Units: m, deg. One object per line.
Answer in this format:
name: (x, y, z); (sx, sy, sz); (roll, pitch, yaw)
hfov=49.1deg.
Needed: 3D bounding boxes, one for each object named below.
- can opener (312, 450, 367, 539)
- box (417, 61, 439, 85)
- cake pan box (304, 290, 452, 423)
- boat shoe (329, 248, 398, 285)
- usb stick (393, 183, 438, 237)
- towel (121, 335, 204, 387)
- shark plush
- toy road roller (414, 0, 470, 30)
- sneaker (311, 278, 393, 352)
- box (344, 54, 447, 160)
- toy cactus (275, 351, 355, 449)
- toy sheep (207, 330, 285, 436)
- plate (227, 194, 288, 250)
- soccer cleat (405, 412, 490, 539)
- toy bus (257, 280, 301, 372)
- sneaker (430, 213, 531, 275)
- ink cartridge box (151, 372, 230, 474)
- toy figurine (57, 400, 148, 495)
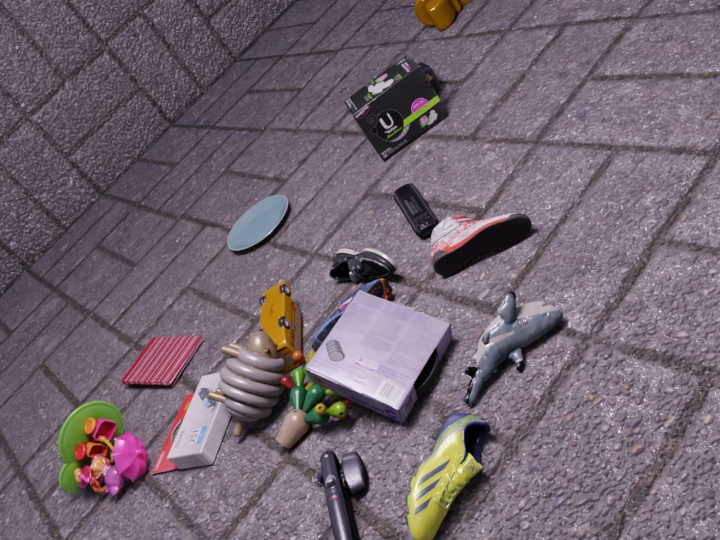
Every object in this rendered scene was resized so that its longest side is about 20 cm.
can opener: (-0.029, 0.352, 1.187); (0.078, 0.064, 0.201); (-30, 32, 14)
box: (0.103, -0.467, 2.074); (0.199, 0.046, 0.159); (-35, 18, 7)
cake pan box: (0.036, 0.140, 1.331); (0.198, 0.053, 0.185); (18, 59, 27)
boat shoe: (-0.002, -0.002, 1.597); (0.198, 0.075, 0.066); (10, 58, 52)
usb stick: (0.117, -0.130, 1.677); (0.055, 0.033, 0.201); (-29, 32, 3)
towel: (-0.468, 0.214, 1.859); (0.198, 0.023, 0.145); (-5, 43, 40)
shark plush: (0.224, 0.120, 1.220); (0.083, 0.091, 0.200); (35, 69, 26)
toy road roller: (0.252, -0.793, 2.301); (0.198, 0.123, 0.147); (-27, 48, 19)
sneaker: (-0.020, 0.093, 1.502); (0.199, 0.076, 0.078); (-39, 17, -30)
box: (0.087, -0.402, 1.939); (0.199, 0.149, 0.125); (-35, 30, 7)
toy cactus: (-0.094, 0.235, 1.391); (0.199, 0.102, 0.166); (27, 79, 47)
toy sheep: (-0.209, 0.213, 1.482); (0.137, 0.137, 0.203); (24, 99, 56)
plate: (-0.265, -0.120, 2.068); (0.199, 0.026, 0.201); (-27, 34, 20)
soccer cleat: (0.125, 0.289, 1.108); (0.083, 0.065, 0.201); (0, 49, 37)
toy bus: (-0.163, 0.112, 1.616); (0.065, 0.078, 0.201); (-30, 33, 16)
sneaker: (0.217, -0.077, 1.470); (0.200, 0.067, 0.109); (-29, 35, 21)
ink cartridge box: (-0.338, 0.304, 1.588); (0.175, 0.045, 0.201); (-17, 38, 30)
toy figurine: (-0.517, 0.390, 1.609); (0.183, 0.150, 0.202); (15, 81, 42)
